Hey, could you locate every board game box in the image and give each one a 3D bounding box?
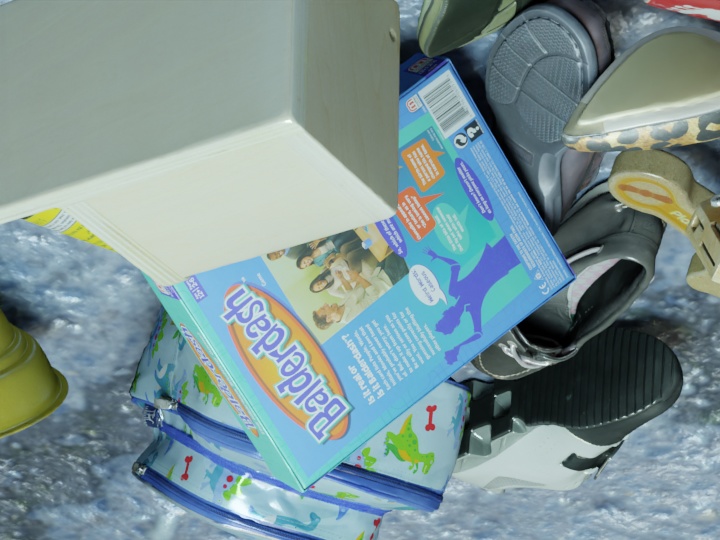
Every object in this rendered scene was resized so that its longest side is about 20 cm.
[{"bbox_3d":[0.000,0.000,1.561,0.152,0.200,0.045,59,163,-20],"label":"board game box"}]

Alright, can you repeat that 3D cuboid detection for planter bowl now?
[{"bbox_3d":[-0.280,0.044,1.732,0.200,0.200,0.084,-2,106,8],"label":"planter bowl"}]

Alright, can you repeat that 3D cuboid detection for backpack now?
[{"bbox_3d":[-0.034,0.091,1.690,0.183,0.147,0.200,18,176,-18],"label":"backpack"}]

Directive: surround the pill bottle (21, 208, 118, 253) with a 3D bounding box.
[{"bbox_3d":[-0.103,-0.057,1.597,0.200,0.112,0.112,21,139,-20],"label":"pill bottle"}]

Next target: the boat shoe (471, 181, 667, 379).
[{"bbox_3d":[0.117,0.020,1.722,0.067,0.057,0.200,19,140,-19],"label":"boat shoe"}]

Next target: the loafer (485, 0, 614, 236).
[{"bbox_3d":[0.110,-0.091,1.577,0.072,0.063,0.200,42,152,20],"label":"loafer"}]

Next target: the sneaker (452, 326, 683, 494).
[{"bbox_3d":[0.136,0.095,1.810,0.200,0.074,0.088,-19,138,41],"label":"sneaker"}]

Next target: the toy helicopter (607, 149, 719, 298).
[{"bbox_3d":[0.225,-0.014,1.623,0.200,0.079,0.132,32,154,-28],"label":"toy helicopter"}]

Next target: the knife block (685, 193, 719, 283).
[{"bbox_3d":[0.297,0.013,1.551,0.200,0.064,0.176,-22,116,2],"label":"knife block"}]

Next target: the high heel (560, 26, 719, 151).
[{"bbox_3d":[0.195,-0.069,1.539,0.200,0.071,0.143,-23,141,-17],"label":"high heel"}]

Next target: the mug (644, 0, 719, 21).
[{"bbox_3d":[0.247,-0.161,1.397,0.200,0.178,0.134,11,108,-2],"label":"mug"}]

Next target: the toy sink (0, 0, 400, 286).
[{"bbox_3d":[-0.088,-0.078,1.455,0.200,0.130,0.112,-16,146,26],"label":"toy sink"}]

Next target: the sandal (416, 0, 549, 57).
[{"bbox_3d":[0.056,-0.172,1.476,0.080,0.057,0.201,-23,157,-5],"label":"sandal"}]
